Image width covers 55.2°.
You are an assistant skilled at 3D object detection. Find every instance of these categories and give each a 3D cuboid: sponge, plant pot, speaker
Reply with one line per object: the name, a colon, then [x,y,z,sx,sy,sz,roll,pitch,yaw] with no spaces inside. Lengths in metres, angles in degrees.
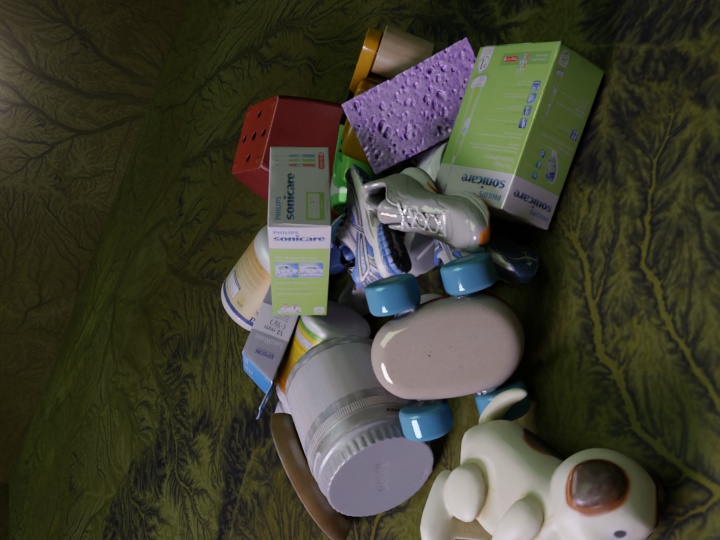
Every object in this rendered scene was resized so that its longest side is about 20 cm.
sponge: [0.086,-0.229,0.968,0.199,0.112,0.030,-25,5,13]
plant pot: [-0.123,-0.219,1.280,0.199,0.175,0.202,4,79,56]
speaker: [0.000,-0.196,1.167,0.088,0.088,0.202,-11,66,54]
plant pot: [-0.063,0.283,0.968,0.027,0.201,0.201,-31,41,2]

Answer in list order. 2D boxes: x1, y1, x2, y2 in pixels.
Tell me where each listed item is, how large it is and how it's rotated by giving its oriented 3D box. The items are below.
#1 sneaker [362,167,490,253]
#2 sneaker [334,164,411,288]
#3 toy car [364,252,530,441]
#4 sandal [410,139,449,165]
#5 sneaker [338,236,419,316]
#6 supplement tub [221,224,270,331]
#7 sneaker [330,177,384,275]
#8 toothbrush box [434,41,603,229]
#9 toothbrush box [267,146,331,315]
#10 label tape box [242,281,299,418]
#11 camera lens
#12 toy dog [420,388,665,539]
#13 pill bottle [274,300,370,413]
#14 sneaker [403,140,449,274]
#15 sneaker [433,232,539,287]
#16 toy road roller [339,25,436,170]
sneaker: [0.074,-0.065,0.833,0.200,0.091,0.076,36,133,52]
sneaker: [-0.002,-0.062,0.946,0.085,0.077,0.201,-31,49,20]
toy car: [0.106,0.076,0.849,0.200,0.175,0.186,-56,-50,-79]
sandal: [0.129,-0.243,1.028,0.203,0.049,0.083,-46,41,36]
sneaker: [0.000,-0.001,1.048,0.200,0.115,0.076,-39,45,41]
supplement tub: [-0.148,0.005,1.240,0.200,0.143,0.145,-49,40,33]
sneaker: [-0.012,-0.065,1.074,0.079,0.089,0.200,46,120,7]
toothbrush box: [0.190,-0.169,0.856,0.145,0.085,0.202,23,94,58]
toothbrush box: [-0.085,-0.051,0.968,0.201,0.085,0.147,94,174,-52]
label tape box: [-0.146,0.121,1.082,0.143,0.066,0.202,116,176,-70]
camera lens: [-0.006,0.199,0.922,0.161,0.159,0.201,-58,35,22]
toy dog: [0.189,0.220,0.665,0.199,0.139,0.195,-8,55,51]
pill bottle: [-0.067,0.158,1.069,0.111,0.110,0.202,52,126,52]
sneaker: [0.097,-0.089,0.990,0.080,0.070,0.202,-1,68,54]
sneaker: [0.154,-0.008,0.876,0.200,0.076,0.086,-136,58,-62]
toy road roller: [0.037,-0.246,1.039,0.201,0.122,0.147,114,172,-47]
